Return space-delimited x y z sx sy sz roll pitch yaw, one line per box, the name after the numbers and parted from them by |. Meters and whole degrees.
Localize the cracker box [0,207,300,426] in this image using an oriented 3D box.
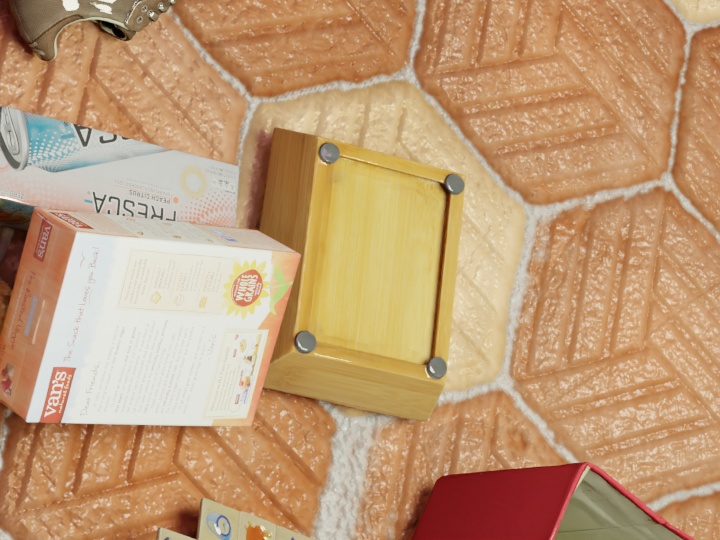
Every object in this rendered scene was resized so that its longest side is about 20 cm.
-0.147 0.035 1.455 0.200 0.058 0.134 6 106 -45 | cracker box

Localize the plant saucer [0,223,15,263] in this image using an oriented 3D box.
-0.335 -0.056 1.457 0.200 0.029 0.200 7 75 -25 | plant saucer

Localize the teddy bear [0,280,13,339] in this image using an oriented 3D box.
-0.314 0.000 1.400 0.145 0.067 0.200 -43 100 -31 | teddy bear

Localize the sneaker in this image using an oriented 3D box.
-0.168 -0.212 1.572 0.200 0.070 0.076 -19 106 -27 | sneaker

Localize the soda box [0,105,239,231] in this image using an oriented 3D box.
-0.183 -0.057 1.497 0.200 0.064 0.069 13 72 -37 | soda box

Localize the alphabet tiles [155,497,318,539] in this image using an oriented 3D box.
-0.068 0.257 1.499 0.200 0.006 0.167 25 54 -33 | alphabet tiles

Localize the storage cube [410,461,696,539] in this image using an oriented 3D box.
0.132 0.259 1.527 0.171 0.180 0.200 36 65 -24 | storage cube

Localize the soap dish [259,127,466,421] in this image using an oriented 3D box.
0.000 0.000 1.588 0.157 0.081 0.200 14 73 -24 | soap dish
